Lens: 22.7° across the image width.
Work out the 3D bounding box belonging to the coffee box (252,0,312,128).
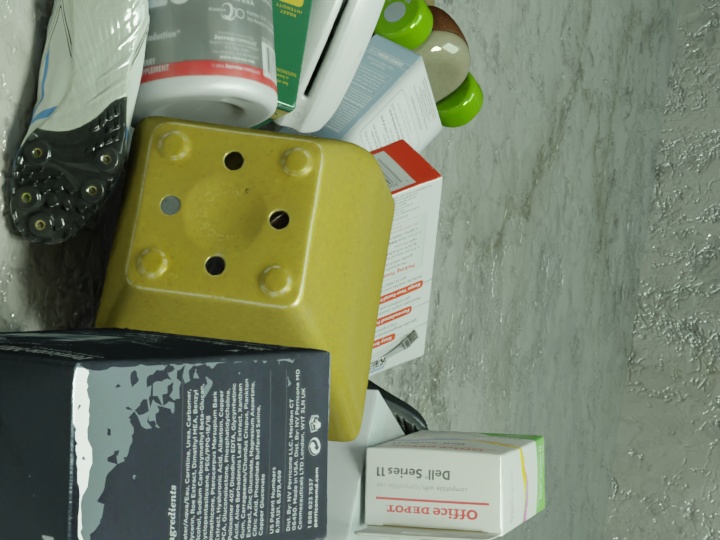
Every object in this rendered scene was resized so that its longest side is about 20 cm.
[{"bbox_3d":[-0.081,-0.210,1.412,0.044,0.123,0.201,16,75,-28],"label":"coffee box"}]

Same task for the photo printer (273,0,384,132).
[{"bbox_3d":[-0.028,-0.219,1.485,0.200,0.069,0.167,-88,-160,-58],"label":"photo printer"}]

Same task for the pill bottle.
[{"bbox_3d":[-0.120,-0.206,1.275,0.114,0.113,0.201,30,55,-70],"label":"pill bottle"}]

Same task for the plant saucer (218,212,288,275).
[{"bbox_3d":[-0.052,0.006,1.523,0.200,0.037,0.201,-26,140,-24],"label":"plant saucer"}]

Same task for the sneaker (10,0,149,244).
[{"bbox_3d":[-0.186,-0.111,1.197,0.072,0.072,0.201,153,-48,-77],"label":"sneaker"}]

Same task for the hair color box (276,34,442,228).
[{"bbox_3d":[-0.020,-0.100,1.567,0.200,0.061,0.099,-47,145,-20],"label":"hair color box"}]

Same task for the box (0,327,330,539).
[{"bbox_3d":[-0.152,0.097,1.031,0.200,0.196,0.118,-1,93,-49],"label":"box"}]

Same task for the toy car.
[{"bbox_3d":[0.012,-0.238,1.713,0.164,0.157,0.201,49,21,-54],"label":"toy car"}]

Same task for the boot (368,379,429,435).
[{"bbox_3d":[0.008,0.069,1.663,0.200,0.164,0.066,-67,174,-46],"label":"boot"}]

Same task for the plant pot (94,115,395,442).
[{"bbox_3d":[-0.083,-0.008,1.234,0.200,0.195,0.195,89,10,-73],"label":"plant pot"}]

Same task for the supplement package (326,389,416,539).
[{"bbox_3d":[-0.043,0.204,1.534,0.200,0.150,0.152,61,36,-58],"label":"supplement package"}]

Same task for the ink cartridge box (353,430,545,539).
[{"bbox_3d":[0.075,0.173,1.458,0.200,0.117,0.068,-2,93,-72],"label":"ink cartridge box"}]

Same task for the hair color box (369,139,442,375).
[{"bbox_3d":[0.000,0.000,1.484,0.111,0.064,0.201,-21,136,-26],"label":"hair color box"}]
